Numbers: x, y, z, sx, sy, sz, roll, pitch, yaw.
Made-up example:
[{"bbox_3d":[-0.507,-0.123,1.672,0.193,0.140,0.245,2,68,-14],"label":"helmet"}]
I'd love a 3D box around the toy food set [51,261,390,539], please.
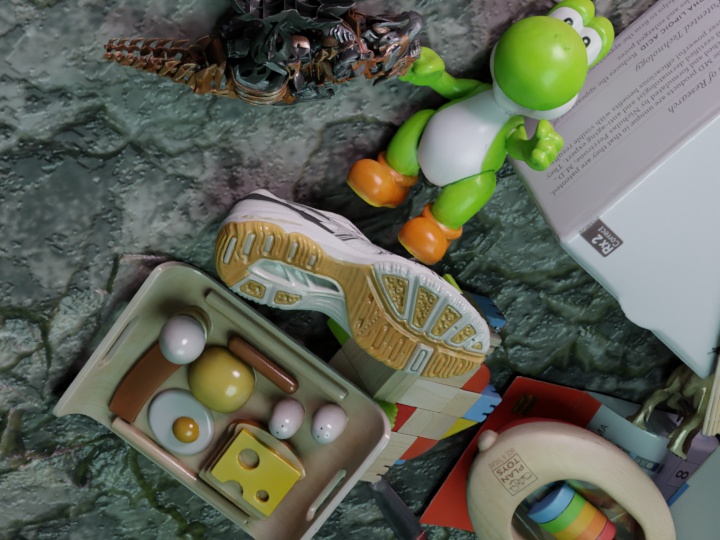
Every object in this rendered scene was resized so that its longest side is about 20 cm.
[{"bbox_3d":[-0.097,0.105,1.526,0.200,0.060,0.144,37,112,-1],"label":"toy food set"}]

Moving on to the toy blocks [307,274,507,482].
[{"bbox_3d":[0.041,0.084,1.599,0.136,0.100,0.200,15,122,-48],"label":"toy blocks"}]

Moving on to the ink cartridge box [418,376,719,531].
[{"bbox_3d":[0.169,0.174,1.742,0.199,0.047,0.161,15,120,-32],"label":"ink cartridge box"}]

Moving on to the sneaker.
[{"bbox_3d":[0.000,0.000,1.483,0.199,0.088,0.076,27,116,-10],"label":"sneaker"}]

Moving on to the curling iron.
[{"bbox_3d":[0.038,0.214,1.713,0.025,0.050,0.200,3,144,18],"label":"curling iron"}]

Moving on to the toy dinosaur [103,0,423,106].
[{"bbox_3d":[-0.053,-0.143,1.379,0.199,0.102,0.136,-27,153,-28],"label":"toy dinosaur"}]

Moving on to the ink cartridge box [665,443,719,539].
[{"bbox_3d":[0.345,0.159,1.708,0.199,0.085,0.145,-22,159,-28],"label":"ink cartridge box"}]

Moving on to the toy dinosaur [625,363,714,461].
[{"bbox_3d":[0.251,0.086,1.662,0.101,0.058,0.200,-56,163,0],"label":"toy dinosaur"}]

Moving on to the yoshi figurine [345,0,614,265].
[{"bbox_3d":[0.082,-0.102,1.451,0.112,0.112,0.200,36,106,-31],"label":"yoshi figurine"}]

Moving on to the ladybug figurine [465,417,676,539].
[{"bbox_3d":[0.158,0.179,1.688,0.135,0.072,0.200,-36,117,17],"label":"ladybug figurine"}]

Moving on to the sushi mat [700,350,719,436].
[{"bbox_3d":[0.296,0.034,1.529,0.095,0.012,0.201,-7,130,-16],"label":"sushi mat"}]

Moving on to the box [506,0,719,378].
[{"bbox_3d":[0.240,-0.067,1.521,0.200,0.131,0.199,-40,131,13],"label":"box"}]
